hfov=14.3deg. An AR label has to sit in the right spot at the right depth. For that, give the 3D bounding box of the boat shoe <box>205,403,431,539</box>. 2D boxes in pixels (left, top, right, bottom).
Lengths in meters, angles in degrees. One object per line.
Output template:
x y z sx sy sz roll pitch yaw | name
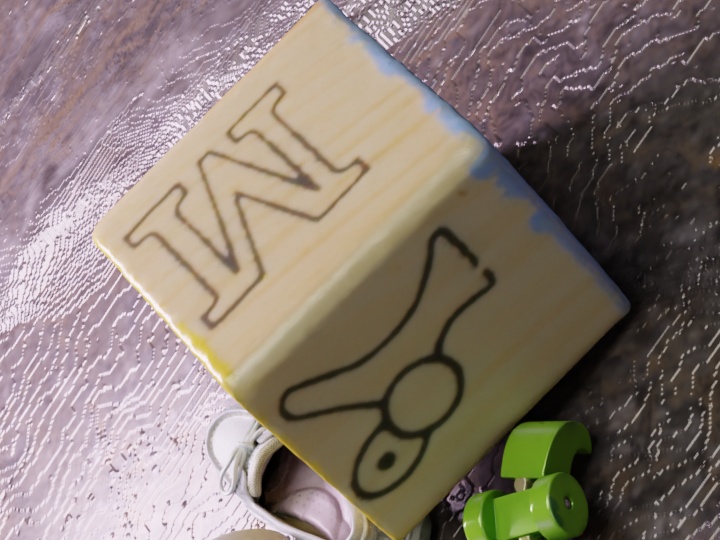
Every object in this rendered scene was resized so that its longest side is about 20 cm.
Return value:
-0.038 0.130 1.781 0.202 0.065 0.074 35 100 47 | boat shoe

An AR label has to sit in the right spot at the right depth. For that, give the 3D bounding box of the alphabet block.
0.000 0.000 1.671 0.200 0.195 0.196 -44 42 -1 | alphabet block

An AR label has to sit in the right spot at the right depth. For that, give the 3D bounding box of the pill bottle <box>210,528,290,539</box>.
-0.047 0.255 1.705 0.111 0.111 0.200 -45 47 24 | pill bottle

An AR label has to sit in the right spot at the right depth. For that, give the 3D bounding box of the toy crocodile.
0.105 0.180 1.624 0.067 0.062 0.200 -21 64 39 | toy crocodile
